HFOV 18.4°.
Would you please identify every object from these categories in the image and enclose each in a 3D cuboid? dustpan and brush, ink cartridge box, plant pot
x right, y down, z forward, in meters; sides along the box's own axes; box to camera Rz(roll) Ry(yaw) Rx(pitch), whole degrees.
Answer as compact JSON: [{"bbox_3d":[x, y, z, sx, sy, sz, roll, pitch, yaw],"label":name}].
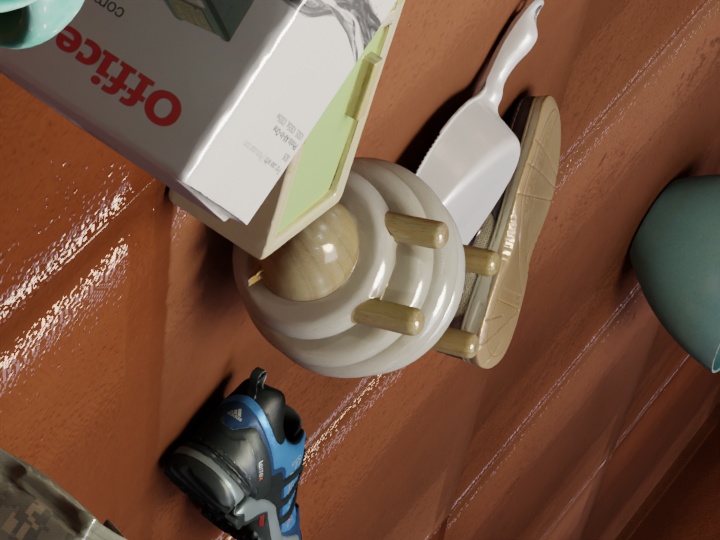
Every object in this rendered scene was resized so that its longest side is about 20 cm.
[{"bbox_3d":[0.076,-0.087,1.471,0.200,0.057,0.140,-52,166,6],"label":"dustpan and brush"},{"bbox_3d":[-0.054,-0.140,0.812,0.200,0.146,0.084,-57,164,-1],"label":"ink cartridge box"},{"bbox_3d":[0.349,-0.017,2.220,0.200,0.134,0.200,-51,162,-23],"label":"plant pot"}]

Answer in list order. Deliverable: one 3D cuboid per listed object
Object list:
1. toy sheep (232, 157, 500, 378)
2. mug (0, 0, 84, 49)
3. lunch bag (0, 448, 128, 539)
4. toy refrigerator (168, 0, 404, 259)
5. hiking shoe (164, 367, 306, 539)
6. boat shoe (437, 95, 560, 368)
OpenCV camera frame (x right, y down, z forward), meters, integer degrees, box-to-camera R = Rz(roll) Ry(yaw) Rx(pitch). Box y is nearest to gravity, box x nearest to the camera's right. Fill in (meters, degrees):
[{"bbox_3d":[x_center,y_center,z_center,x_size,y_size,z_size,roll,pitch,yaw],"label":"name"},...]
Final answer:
[{"bbox_3d":[0.000,0.000,1.251,0.138,0.138,0.200,-57,155,-1],"label":"toy sheep"},{"bbox_3d":[-0.125,-0.155,0.639,0.152,0.114,0.186,-24,144,-63],"label":"mug"},{"bbox_3d":[-0.189,0.173,1.062,0.164,0.117,0.200,-55,169,-9],"label":"lunch bag"},{"bbox_3d":[-0.027,-0.108,1.084,0.076,0.070,0.201,-39,155,-47],"label":"toy refrigerator"},{"bbox_3d":[-0.059,0.133,1.426,0.087,0.074,0.200,-53,163,-11],"label":"hiking shoe"},{"bbox_3d":[0.091,-0.032,1.579,0.072,0.065,0.201,27,76,-65],"label":"boat shoe"}]
